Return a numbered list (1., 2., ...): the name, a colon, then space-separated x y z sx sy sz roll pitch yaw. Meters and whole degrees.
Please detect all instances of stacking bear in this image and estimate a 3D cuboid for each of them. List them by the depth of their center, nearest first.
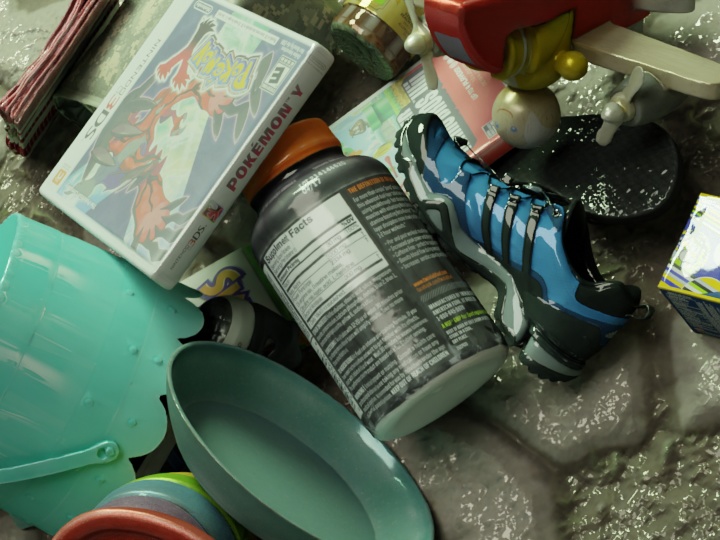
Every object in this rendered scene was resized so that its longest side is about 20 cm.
1. stacking bear: -0.107 0.175 1.346 0.114 0.200 0.122 35 107 10

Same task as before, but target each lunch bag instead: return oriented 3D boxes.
1. lunch bag: -0.127 -0.161 1.630 0.200 0.118 0.164 21 76 51

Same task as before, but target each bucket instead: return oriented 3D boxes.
1. bucket: -0.208 0.070 1.446 0.207 0.134 0.207 -55 18 28

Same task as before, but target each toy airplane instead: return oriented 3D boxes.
1. toy airplane: 0.124 -0.148 1.411 0.200 0.198 0.142 -113 36 -76

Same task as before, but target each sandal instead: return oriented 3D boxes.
1. sandal: 0.148 -0.065 1.436 0.200 0.048 0.075 17 71 54

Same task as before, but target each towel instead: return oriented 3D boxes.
1. towel: -0.229 -0.160 1.680 0.144 0.023 0.200 -57 3 -9

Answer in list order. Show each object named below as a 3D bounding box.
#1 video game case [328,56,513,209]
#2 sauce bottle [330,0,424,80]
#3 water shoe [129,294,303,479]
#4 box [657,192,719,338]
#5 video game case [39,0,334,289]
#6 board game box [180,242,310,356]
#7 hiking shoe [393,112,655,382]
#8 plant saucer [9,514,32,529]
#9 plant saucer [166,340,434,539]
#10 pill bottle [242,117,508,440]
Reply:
1. video game case: 0.021 -0.079 1.516 0.200 0.017 0.143 -36 34 7
2. sauce bottle: 0.059 -0.230 1.581 0.065 0.065 0.200 24 70 42
3. water shoe: -0.109 0.103 1.490 0.200 0.079 0.072 -52 34 33
4. box: 0.279 0.015 1.275 0.199 0.064 0.070 16 73 39
5. video game case: -0.121 -0.095 1.451 0.183 0.023 0.200 -55 35 -2
6. board game box: -0.115 0.048 1.558 0.199 0.030 0.096 -27 50 15
7. hiking shoe: 0.102 -0.029 1.388 0.087 0.074 0.200 -40 76 20
8. plant saucer: -0.222 0.085 1.590 0.070 0.019 0.201 -19 58 44
9. plant saucer: -0.045 0.122 1.353 0.036 0.200 0.200 -52 45 18
10. pill bottle: 0.000 0.000 1.401 0.106 0.106 0.200 -36 75 11
